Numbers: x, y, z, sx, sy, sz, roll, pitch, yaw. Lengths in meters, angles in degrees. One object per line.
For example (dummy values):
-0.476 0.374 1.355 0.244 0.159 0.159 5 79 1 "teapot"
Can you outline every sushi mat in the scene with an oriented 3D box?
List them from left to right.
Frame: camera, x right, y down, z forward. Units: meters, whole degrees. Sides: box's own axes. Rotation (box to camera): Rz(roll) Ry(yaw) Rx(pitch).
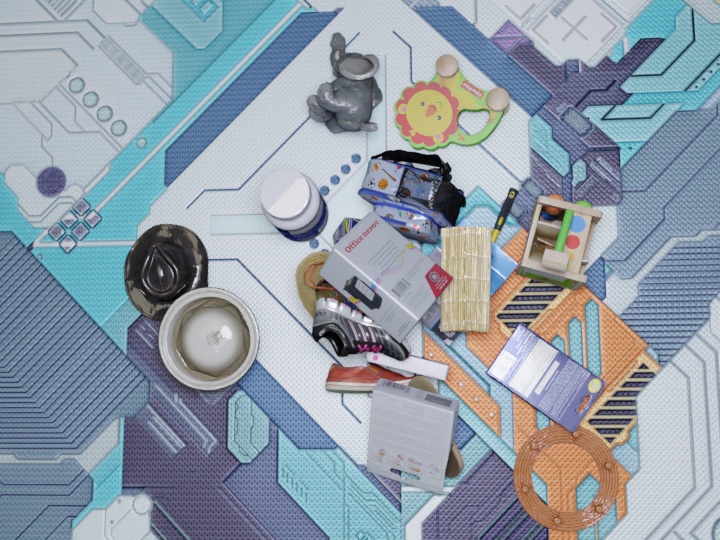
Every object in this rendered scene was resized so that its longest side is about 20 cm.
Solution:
0.198 0.017 1.616 0.095 0.012 0.202 2 94 18 "sushi mat"

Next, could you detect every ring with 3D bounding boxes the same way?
0.392 0.394 1.637 0.199 0.019 0.202 -1 81 5 "ring"

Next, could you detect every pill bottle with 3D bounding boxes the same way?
-0.129 -0.128 1.671 0.115 0.200 0.117 -1 81 5 "pill bottle"

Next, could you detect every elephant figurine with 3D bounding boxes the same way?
-0.014 -0.385 1.743 0.155 0.141 0.201 36 69 -19 "elephant figurine"

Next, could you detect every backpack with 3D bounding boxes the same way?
0.092 -0.142 1.670 0.190 0.200 0.155 26 84 21 "backpack"

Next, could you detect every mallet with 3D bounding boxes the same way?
0.277 -0.068 1.709 0.066 0.041 0.201 30 82 10 "mallet"

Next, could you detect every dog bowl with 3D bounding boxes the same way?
-0.295 0.135 1.704 0.198 0.074 0.202 0 86 1 "dog bowl"

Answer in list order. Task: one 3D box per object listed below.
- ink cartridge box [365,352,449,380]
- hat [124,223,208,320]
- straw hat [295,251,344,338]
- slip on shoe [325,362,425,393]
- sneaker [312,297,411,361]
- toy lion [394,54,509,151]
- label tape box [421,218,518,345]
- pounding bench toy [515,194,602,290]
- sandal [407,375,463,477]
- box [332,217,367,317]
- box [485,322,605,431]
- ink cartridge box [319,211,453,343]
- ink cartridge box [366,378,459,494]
0.073 0.172 1.660 0.199 0.095 0.037 16 87 7 "ink cartridge box"
-0.403 -0.002 1.739 0.199 0.081 0.202 -1 81 6 "hat"
-0.057 0.066 1.689 0.200 0.085 0.202 18 51 -24 "straw hat"
0.030 0.208 1.675 0.198 0.074 0.062 0 73 8 "slip on shoe"
-0.004 0.130 1.574 0.199 0.074 0.088 27 64 -7 "sneaker"
0.176 -0.321 1.745 0.199 0.069 0.192 34 93 9 "toy lion"
0.184 0.021 1.660 0.144 0.063 0.200 41 106 9 "label tape box"
0.378 -0.064 1.613 0.123 0.200 0.157 15 84 8 "pounding bench toy"
0.152 0.289 1.658 0.077 0.070 0.213 -16 100 33 "sandal"
0.000 0.000 1.665 0.064 0.070 0.201 4 58 -26 "box"
0.357 0.207 1.660 0.199 0.032 0.121 35 87 11 "box"
0.047 0.009 1.575 0.200 0.083 0.146 40 47 6 "ink cartridge box"
0.097 0.314 1.627 0.159 0.047 0.201 13 121 17 "ink cartridge box"
